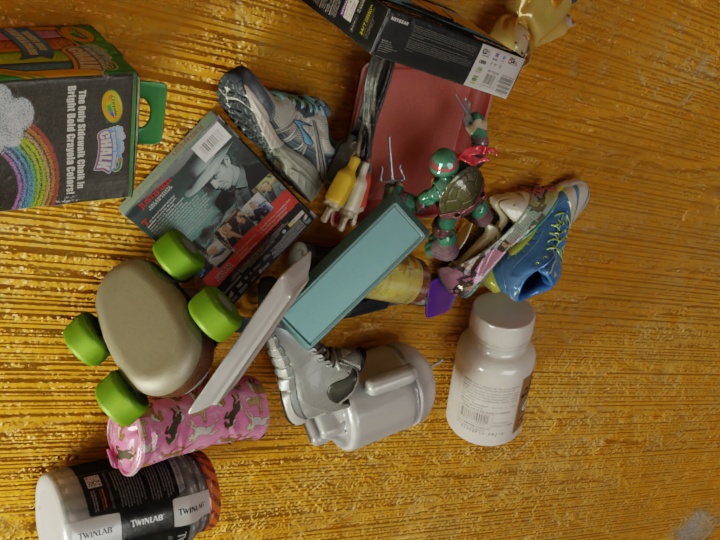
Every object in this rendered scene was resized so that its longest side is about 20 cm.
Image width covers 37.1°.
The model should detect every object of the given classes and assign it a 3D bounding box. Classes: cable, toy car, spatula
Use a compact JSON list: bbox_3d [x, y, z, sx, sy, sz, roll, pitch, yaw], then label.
[{"bbox_3d":[0.011,-0.141,1.170,0.097,0.050,0.203,-2,118,-65],"label":"cable"},{"bbox_3d":[-0.191,0.077,1.175,0.164,0.159,0.200,-41,154,7],"label":"toy car"},{"bbox_3d":[0.051,0.042,1.409,0.197,0.020,0.058,-8,113,-30],"label":"spatula"}]

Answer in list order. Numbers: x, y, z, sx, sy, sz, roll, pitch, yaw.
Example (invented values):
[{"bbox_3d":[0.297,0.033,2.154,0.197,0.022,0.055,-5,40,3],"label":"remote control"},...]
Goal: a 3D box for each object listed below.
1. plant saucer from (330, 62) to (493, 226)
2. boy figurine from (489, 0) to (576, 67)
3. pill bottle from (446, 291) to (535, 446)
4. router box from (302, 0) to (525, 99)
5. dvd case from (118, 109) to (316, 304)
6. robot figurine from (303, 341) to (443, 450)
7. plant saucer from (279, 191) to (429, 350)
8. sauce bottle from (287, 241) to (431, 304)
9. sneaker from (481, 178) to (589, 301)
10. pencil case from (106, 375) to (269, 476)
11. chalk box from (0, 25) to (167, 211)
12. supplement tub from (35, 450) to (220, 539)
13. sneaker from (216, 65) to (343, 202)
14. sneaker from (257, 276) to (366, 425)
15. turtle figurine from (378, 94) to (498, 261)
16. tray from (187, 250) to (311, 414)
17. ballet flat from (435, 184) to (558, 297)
[{"bbox_3d":[0.057,-0.155,1.262,0.197,0.037,0.203,-7,123,-33],"label":"plant saucer"},{"bbox_3d":[0.212,-0.313,1.233,0.200,0.064,0.125,-47,137,-13],"label":"boy figurine"},{"bbox_3d":[0.188,0.137,1.516,0.113,0.114,0.203,-14,128,-28],"label":"pill bottle"},{"bbox_3d":[0.054,-0.250,1.110,0.198,0.149,0.052,9,116,-41],"label":"router box"},{"bbox_3d":[-0.152,-0.063,1.182,0.146,0.022,0.200,-46,137,0],"label":"dvd case"},{"bbox_3d":[0.017,0.163,1.406,0.197,0.115,0.169,-17,169,-26],"label":"robot figurine"},{"bbox_3d":[-0.010,0.004,1.226,0.200,0.019,0.070,-44,110,2],"label":"plant saucer"},{"bbox_3d":[0.000,0.000,1.310,0.198,0.066,0.067,11,114,-43],"label":"sauce bottle"},{"bbox_3d":[0.256,-0.031,1.452,0.200,0.105,0.076,-44,136,-1],"label":"sneaker"},{"bbox_3d":[-0.201,0.179,1.258,0.198,0.082,0.088,-8,105,-44],"label":"pencil case"},{"bbox_3d":[-0.273,-0.140,0.964,0.197,0.124,0.127,-9,125,-33],"label":"chalk box"},{"bbox_3d":[-0.273,0.280,1.266,0.197,0.123,0.124,-8,125,-32],"label":"supplement tub"},{"bbox_3d":[-0.080,-0.162,1.137,0.087,0.077,0.200,-48,146,-7],"label":"sneaker"},{"bbox_3d":[-0.053,0.087,1.288,0.113,0.075,0.203,-11,119,4],"label":"sneaker"},{"bbox_3d":[0.100,-0.100,1.243,0.148,0.101,0.201,-28,144,-3],"label":"turtle figurine"},{"bbox_3d":[-0.115,0.072,1.177,0.201,0.022,0.107,-55,177,19],"label":"tray"},{"bbox_3d":[0.177,-0.053,1.414,0.200,0.069,0.071,-45,114,0],"label":"ballet flat"}]
